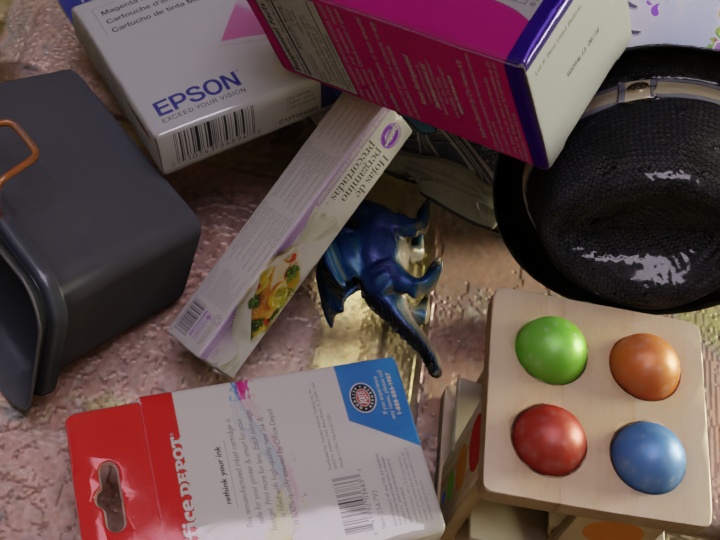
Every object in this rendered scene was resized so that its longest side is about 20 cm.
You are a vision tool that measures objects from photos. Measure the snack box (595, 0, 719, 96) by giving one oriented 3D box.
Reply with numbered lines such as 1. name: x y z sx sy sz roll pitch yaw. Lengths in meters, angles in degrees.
1. snack box: 0.186 -0.203 0.735 0.168 0.068 0.201 3 86 9

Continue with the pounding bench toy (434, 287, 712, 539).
1. pounding bench toy: 0.123 0.072 0.704 0.124 0.156 0.200 10 56 -4

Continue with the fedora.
1. fedora: 0.176 -0.034 0.686 0.200 0.201 0.092 17 31 1

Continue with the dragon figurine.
1. dragon figurine: 0.000 0.000 0.783 0.099 0.059 0.200 -1 54 -8

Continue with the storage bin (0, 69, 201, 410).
1. storage bin: -0.200 -0.042 0.737 0.134 0.146 0.200 -28 66 -36

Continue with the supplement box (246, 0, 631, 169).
1. supplement box: 0.040 -0.154 0.671 0.200 0.103 0.101 26 73 28

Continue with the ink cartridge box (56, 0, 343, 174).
1. ink cartridge box: -0.088 -0.175 0.805 0.196 0.043 0.200 -25 58 -17

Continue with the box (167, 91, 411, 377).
1. box: -0.045 -0.025 0.746 0.041 0.039 0.200 32 85 40

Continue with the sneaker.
1. sneaker: 0.047 -0.101 0.814 0.200 0.078 0.086 31 99 25

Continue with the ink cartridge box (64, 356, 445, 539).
1. ink cartridge box: -0.064 0.130 0.685 0.199 0.067 0.116 -8 59 -15
